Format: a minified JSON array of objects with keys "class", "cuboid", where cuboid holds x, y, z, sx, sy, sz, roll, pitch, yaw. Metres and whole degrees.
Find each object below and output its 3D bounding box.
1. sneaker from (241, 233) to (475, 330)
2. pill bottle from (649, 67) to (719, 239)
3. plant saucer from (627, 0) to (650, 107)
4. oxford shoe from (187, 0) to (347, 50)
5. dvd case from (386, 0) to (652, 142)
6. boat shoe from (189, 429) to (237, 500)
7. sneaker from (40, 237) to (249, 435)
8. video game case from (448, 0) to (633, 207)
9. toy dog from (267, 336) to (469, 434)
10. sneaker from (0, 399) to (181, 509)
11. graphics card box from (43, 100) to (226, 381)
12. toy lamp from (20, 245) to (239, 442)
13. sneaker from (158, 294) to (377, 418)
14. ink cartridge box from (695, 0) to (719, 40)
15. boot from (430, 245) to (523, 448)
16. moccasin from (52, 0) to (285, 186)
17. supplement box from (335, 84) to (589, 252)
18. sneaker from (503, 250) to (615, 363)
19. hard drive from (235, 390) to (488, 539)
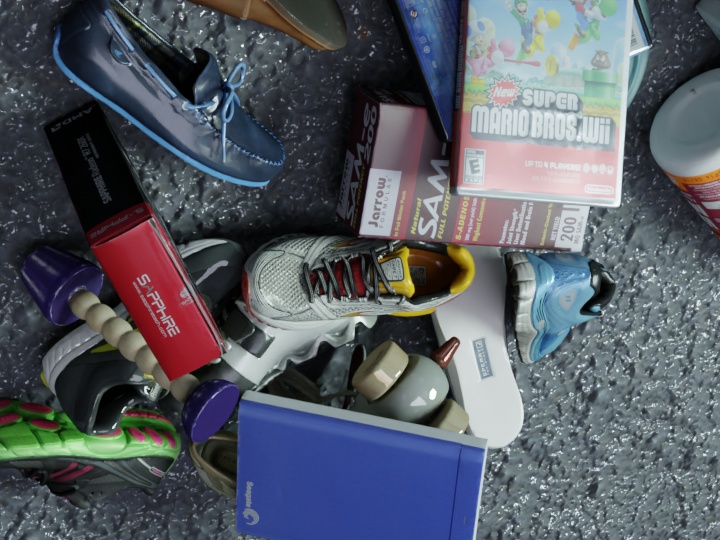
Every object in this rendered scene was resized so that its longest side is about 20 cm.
[{"class":"sneaker","cuboid":[0.000,0.000,1.087,0.198,0.082,0.079,-7,84,-25]},{"class":"pill bottle","cuboid":[0.347,-0.076,1.206,0.109,0.110,0.200,-43,125,7]},{"class":"plant saucer","cuboid":[0.154,-0.170,1.127,0.198,0.027,0.202,-10,121,-17]},{"class":"oxford shoe","cuboid":[-0.093,-0.213,0.993,0.199,0.072,0.071,29,135,-33]},{"class":"dvd case","cuboid":[0.120,-0.201,1.046,0.199,0.018,0.144,-25,101,-18]},{"class":"boat shoe","cuboid":[-0.050,0.183,1.173,0.199,0.063,0.074,21,77,9]},{"class":"sneaker","cuboid":[-0.159,0.057,1.092,0.200,0.085,0.074,-39,148,10]},{"class":"video game case","cuboid":[0.139,-0.152,1.036,0.141,0.017,0.202,3,91,-21]},{"class":"toy dog","cuboid":[0.025,0.104,1.173,0.096,0.199,0.132,-47,117,-30]},{"class":"sneaker","cuboid":[-0.246,0.158,1.132,0.198,0.077,0.085,8,112,-24]},{"class":"graphics card box","cuboid":[-0.163,-0.026,0.981,0.051,0.200,0.126,-28,126,-4]},{"class":"toy lamp","cuboid":[-0.178,0.048,1.032,0.058,0.199,0.058,-45,158,-23]},{"class":"sneaker","cuboid":[-0.088,0.045,1.134,0.199,0.074,0.089,-31,119,-16]},{"class":"ink cartridge box","cuboid":[0.390,-0.161,1.151,0.083,0.147,0.200,-44,124,8]},{"class":"boot","cuboid":[0.090,0.053,1.211,0.072,0.090,0.202,-9,93,-12]},{"class":"moccasin","cuboid":[-0.128,-0.129,1.005,0.199,0.081,0.068,29,118,-33]},{"class":"supplement box","cuboid":[0.088,-0.079,1.093,0.198,0.061,0.110,3,108,-20]},{"class":"sneaker","cuboid":[0.172,0.031,1.164,0.089,0.200,0.079,-7,79,8]},{"class":"hard drive","cuboid":[-0.003,0.175,1.109,0.198,0.025,0.133,10,120,10]}]
